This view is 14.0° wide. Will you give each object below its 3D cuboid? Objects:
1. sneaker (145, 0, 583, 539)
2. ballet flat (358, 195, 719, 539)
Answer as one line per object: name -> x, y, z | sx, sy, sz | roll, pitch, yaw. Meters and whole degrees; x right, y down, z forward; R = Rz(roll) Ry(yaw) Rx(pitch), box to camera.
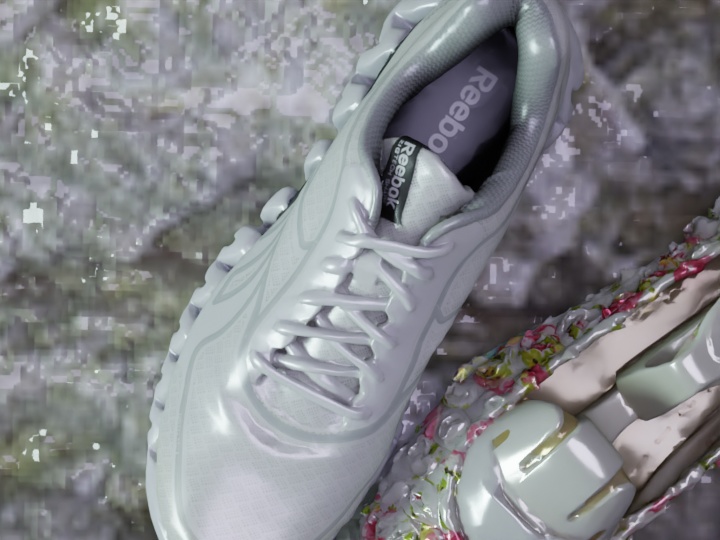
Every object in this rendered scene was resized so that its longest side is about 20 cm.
sneaker -> 0.000, 0.000, 0.830 | 0.075, 0.081, 0.200 | 28, 87, -5
ballet flat -> 0.077, 0.037, 0.843 | 0.200, 0.064, 0.076 | -42, 93, -5
